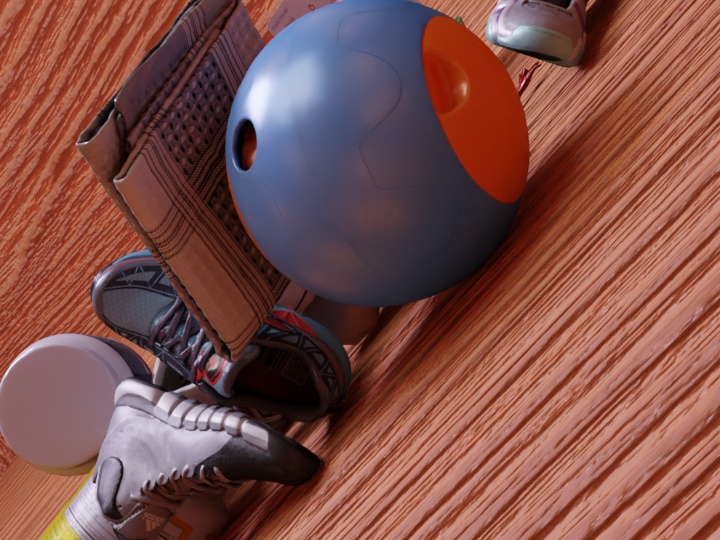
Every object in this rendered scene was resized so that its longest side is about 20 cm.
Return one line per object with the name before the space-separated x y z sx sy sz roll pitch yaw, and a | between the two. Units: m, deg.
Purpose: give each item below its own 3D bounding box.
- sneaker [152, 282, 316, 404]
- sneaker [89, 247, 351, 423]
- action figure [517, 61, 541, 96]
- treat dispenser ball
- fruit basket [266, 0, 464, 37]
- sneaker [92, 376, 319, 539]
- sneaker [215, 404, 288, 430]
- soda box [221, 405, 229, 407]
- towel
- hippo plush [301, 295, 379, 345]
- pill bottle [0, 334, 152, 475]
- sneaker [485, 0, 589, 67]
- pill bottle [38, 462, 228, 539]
sneaker | -0.088 0.027 1.426 0.071 0.073 0.201 -16 -39 -59
sneaker | -0.097 0.047 1.348 0.096 0.199 0.080 -85 18 -74
action figure | 0.096 -0.128 1.464 0.099 0.065 0.200 -61 9 6
treat dispenser ball | 0.011 -0.077 1.251 0.201 0.200 0.201 -51 9 11
fruit basket | 0.023 -0.202 1.716 0.093 0.200 0.186 -26 24 40
sneaker | -0.118 0.153 1.344 0.199 0.075 0.116 13 74 46
sneaker | -0.133 0.066 1.549 0.082 0.199 0.078 -58 -29 2
soda box | -0.131 0.143 1.613 0.200 0.064 0.068 -54 8 -5
towel | -0.090 -0.073 1.301 0.034 0.200 0.193 -4 41 40
hippo plush | -0.012 -0.023 1.510 0.200 0.160 0.161 -43 -14 28
pill bottle | -0.234 0.110 1.577 0.114 0.114 0.200 -53 -3 -2
sneaker | 0.148 -0.237 1.446 0.200 0.077 0.141 -84 10 -72
pill bottle | -0.176 0.203 1.460 0.200 0.109 0.109 -52 8 4
